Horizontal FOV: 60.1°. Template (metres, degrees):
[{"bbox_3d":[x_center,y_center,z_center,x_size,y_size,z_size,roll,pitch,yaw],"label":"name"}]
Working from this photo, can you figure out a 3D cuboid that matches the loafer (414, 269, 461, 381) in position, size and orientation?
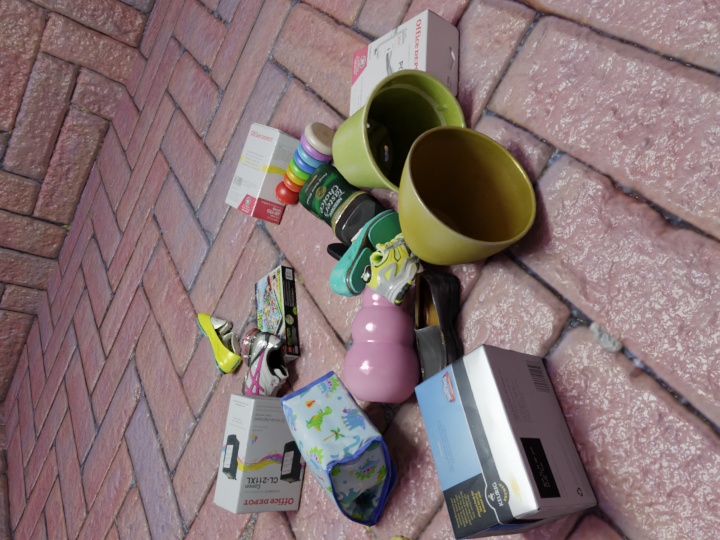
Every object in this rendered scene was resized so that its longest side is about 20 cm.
[{"bbox_3d":[0.108,0.098,0.956,0.072,0.072,0.202,-18,65,45],"label":"loafer"}]

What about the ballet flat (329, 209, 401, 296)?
[{"bbox_3d":[0.004,-0.034,1.062,0.070,0.068,0.201,-4,40,39],"label":"ballet flat"}]

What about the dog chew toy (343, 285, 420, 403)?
[{"bbox_3d":[0.037,0.108,0.995,0.124,0.124,0.203,-9,73,48],"label":"dog chew toy"}]

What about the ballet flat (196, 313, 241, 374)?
[{"bbox_3d":[-0.331,0.160,1.484,0.067,0.067,0.201,-41,49,6],"label":"ballet flat"}]

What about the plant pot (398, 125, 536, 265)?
[{"bbox_3d":[0.135,-0.086,0.914,0.142,0.198,0.202,123,143,-54],"label":"plant pot"}]

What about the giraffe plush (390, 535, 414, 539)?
[{"bbox_3d":[0.090,0.463,0.817,0.161,0.200,0.175,15,86,22],"label":"giraffe plush"}]

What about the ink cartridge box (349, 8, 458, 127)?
[{"bbox_3d":[0.076,-0.355,1.130,0.199,0.082,0.148,-13,69,48],"label":"ink cartridge box"}]

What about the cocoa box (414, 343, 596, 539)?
[{"bbox_3d":[0.176,0.218,0.787,0.131,0.132,0.202,-40,51,36],"label":"cocoa box"}]

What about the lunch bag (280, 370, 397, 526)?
[{"bbox_3d":[-0.030,0.296,1.005,0.170,0.126,0.202,46,152,47],"label":"lunch bag"}]

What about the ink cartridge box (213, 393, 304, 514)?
[{"bbox_3d":[-0.179,0.342,1.167,0.082,0.145,0.203,-1,78,47],"label":"ink cartridge box"}]

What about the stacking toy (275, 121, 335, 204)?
[{"bbox_3d":[-0.124,-0.220,1.341,0.200,0.085,0.086,-48,46,38],"label":"stacking toy"}]

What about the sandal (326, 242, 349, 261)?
[{"bbox_3d":[0.000,0.000,1.123,0.200,0.074,0.046,37,125,45],"label":"sandal"}]

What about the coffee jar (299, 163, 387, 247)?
[{"bbox_3d":[-0.033,-0.121,1.180,0.105,0.085,0.200,-53,43,5],"label":"coffee jar"}]

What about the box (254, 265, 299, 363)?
[{"bbox_3d":[-0.181,0.103,1.332,0.110,0.034,0.202,-32,56,41],"label":"box"}]

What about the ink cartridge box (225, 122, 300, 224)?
[{"bbox_3d":[-0.221,-0.226,1.446,0.145,0.083,0.202,29,101,50],"label":"ink cartridge box"}]

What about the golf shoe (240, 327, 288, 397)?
[{"bbox_3d":[-0.189,0.219,1.249,0.091,0.072,0.202,14,116,30],"label":"golf shoe"}]

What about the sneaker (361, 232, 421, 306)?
[{"bbox_3d":[0.061,-0.027,0.986,0.076,0.076,0.200,-64,-1,32],"label":"sneaker"}]

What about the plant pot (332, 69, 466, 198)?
[{"bbox_3d":[0.047,-0.216,1.056,0.184,0.199,0.203,2,80,61],"label":"plant pot"}]
